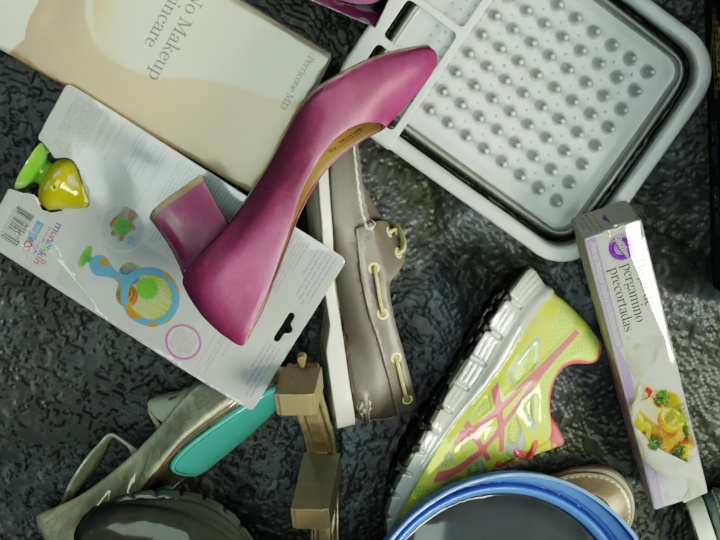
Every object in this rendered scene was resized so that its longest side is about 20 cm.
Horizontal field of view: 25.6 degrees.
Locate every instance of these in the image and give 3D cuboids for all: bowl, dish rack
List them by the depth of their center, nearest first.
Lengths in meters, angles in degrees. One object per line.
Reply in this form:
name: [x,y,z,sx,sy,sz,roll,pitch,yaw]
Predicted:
bowl: [0.090,0.224,0.980,0.199,0.039,0.203,0,88,-11]
dish rack: [0.103,-0.122,1.010,0.199,0.044,0.172,35,95,-5]

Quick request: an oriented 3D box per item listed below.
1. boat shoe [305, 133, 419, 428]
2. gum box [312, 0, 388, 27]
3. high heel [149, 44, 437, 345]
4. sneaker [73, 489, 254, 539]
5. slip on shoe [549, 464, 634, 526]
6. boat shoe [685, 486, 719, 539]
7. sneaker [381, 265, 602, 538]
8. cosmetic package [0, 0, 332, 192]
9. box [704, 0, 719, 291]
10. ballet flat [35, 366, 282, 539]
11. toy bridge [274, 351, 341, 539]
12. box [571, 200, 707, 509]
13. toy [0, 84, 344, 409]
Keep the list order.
boat shoe: [0.000,0.000,1.013,0.059,0.072,0.202,-7,101,-6]
gum box: [-0.057,-0.245,0.956,0.199,0.066,0.114,22,67,-3]
high heel: [-0.021,-0.047,0.926,0.199,0.067,0.096,-34,79,-5]
sneaker: [-0.086,0.204,0.976,0.199,0.091,0.076,23,128,-4]
slip on shoe: [0.093,0.196,1.043,0.199,0.061,0.076,-26,97,3]
boat shoe: [0.277,0.234,1.045,0.061,0.073,0.201,-22,92,6]
sneaker: [0.084,0.102,1.021,0.090,0.078,0.201,32,96,-5]
cosmetic package: [-0.125,-0.141,0.990,0.199,0.071,0.106,28,97,-4]
box: [0.247,-0.078,0.959,0.046,0.159,0.202,-3,98,1]
ballet flat: [-0.134,0.117,1.031,0.200,0.067,0.062,-43,71,3]
toy bridge: [-0.029,0.140,1.024,0.027,0.067,0.201,0,118,8]
box: [0.179,0.056,1.014,0.038,0.041,0.201,-18,110,0]
toy: [-0.121,-0.017,0.989,0.199,0.047,0.116,31,104,-6]
